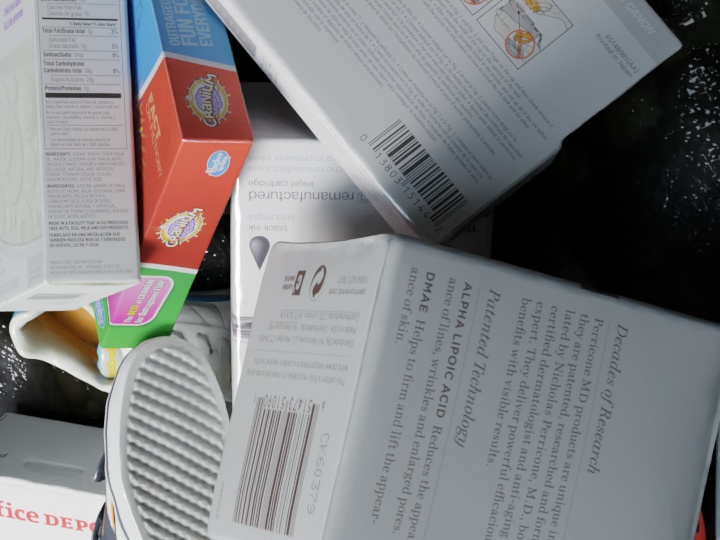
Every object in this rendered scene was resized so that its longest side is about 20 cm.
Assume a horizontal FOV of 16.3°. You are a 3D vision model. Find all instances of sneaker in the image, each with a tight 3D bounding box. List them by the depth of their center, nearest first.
[{"bbox_3d":[-0.118,0.137,1.453,0.079,0.078,0.200,0,98,59],"label":"sneaker"},{"bbox_3d":[-0.116,0.048,1.530,0.200,0.081,0.077,13,119,19],"label":"sneaker"}]

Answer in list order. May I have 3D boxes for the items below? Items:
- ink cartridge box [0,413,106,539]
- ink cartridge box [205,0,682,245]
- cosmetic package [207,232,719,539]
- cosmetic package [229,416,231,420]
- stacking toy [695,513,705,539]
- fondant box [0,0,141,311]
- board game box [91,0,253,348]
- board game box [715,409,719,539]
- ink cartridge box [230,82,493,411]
[{"bbox_3d":[-0.176,0.204,1.631,0.146,0.083,0.200,8,119,23],"label":"ink cartridge box"},{"bbox_3d":[0.039,-0.135,1.324,0.200,0.176,0.045,51,169,6],"label":"ink cartridge box"},{"bbox_3d":[0.054,0.084,1.288,0.165,0.200,0.165,-1,76,66],"label":"cosmetic package"},{"bbox_3d":[-0.009,0.158,1.467,0.200,0.073,0.104,11,82,50],"label":"cosmetic package"},{"bbox_3d":[0.140,0.122,1.426,0.146,0.146,0.200,5,102,25],"label":"stacking toy"},{"bbox_3d":[-0.172,-0.082,1.410,0.144,0.058,0.200,161,108,-68],"label":"fondant box"},{"bbox_3d":[-0.118,-0.073,1.405,0.040,0.153,0.200,-1,146,-21],"label":"board game box"},{"bbox_3d":[0.229,0.136,1.357,0.064,0.148,0.200,4,118,15],"label":"board game box"},{"bbox_3d":[0.000,0.000,1.415,0.146,0.083,0.200,0,118,-2],"label":"ink cartridge box"}]
